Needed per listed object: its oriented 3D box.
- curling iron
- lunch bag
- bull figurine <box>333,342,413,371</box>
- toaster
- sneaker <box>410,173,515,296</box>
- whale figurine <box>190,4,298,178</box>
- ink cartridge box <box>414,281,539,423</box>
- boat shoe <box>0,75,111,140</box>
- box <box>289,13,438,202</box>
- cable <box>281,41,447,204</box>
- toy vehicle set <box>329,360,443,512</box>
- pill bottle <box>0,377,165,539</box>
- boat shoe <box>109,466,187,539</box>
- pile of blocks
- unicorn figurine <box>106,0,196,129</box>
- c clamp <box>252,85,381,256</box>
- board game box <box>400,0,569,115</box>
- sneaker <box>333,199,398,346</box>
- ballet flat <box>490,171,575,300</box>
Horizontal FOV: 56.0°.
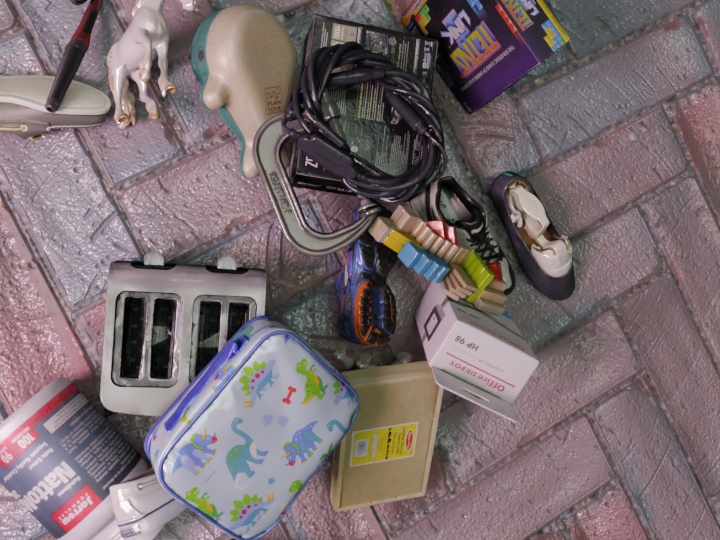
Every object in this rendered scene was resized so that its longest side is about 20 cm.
[{"bbox_3d":[-0.341,-0.269,0.793,0.049,0.026,0.201,18,64,-33],"label":"curling iron"},{"bbox_3d":[-0.110,0.158,0.702,0.161,0.082,0.200,45,77,-27],"label":"lunch bag"},{"bbox_3d":[-0.019,0.152,0.838,0.199,0.065,0.122,-32,131,-7],"label":"bull figurine"},{"bbox_3d":[-0.205,0.082,0.788,0.180,0.119,0.202,4,86,-12],"label":"toaster"},{"bbox_3d":[0.142,-0.041,0.893,0.076,0.088,0.200,-42,98,-14],"label":"sneaker"},{"bbox_3d":[-0.145,-0.218,0.837,0.159,0.103,0.201,-30,119,-49],"label":"whale figurine"},{"bbox_3d":[0.139,0.088,0.822,0.115,0.200,0.067,26,105,-11],"label":"ink cartridge box"},{"bbox_3d":[-0.397,-0.187,0.788,0.200,0.072,0.061,0,131,-20],"label":"boat shoe"},{"bbox_3d":[0.002,-0.200,0.868,0.163,0.086,0.202,6,86,-13],"label":"box"},{"bbox_3d":[0.016,-0.171,0.788,0.199,0.051,0.164,29,68,-11],"label":"cable"},{"bbox_3d":[0.030,0.205,0.828,0.123,0.027,0.201,-4,119,-17],"label":"toy vehicle set"},{"bbox_3d":[-0.310,0.230,0.753,0.120,0.120,0.200,-43,97,-12],"label":"pill bottle"},{"bbox_3d":[-0.199,0.220,0.756,0.071,0.200,0.070,-23,89,29],"label":"boat shoe"},{"bbox_3d":[0.109,-0.018,0.828,0.199,0.082,0.062,29,114,-15],"label":"pile of blocks"},{"bbox_3d":[-0.242,-0.256,0.774,0.074,0.199,0.138,12,61,-55],"label":"unicorn figurine"},{"bbox_3d":[-0.035,-0.124,0.798,0.170,0.027,0.201,-16,90,-12],"label":"c clamp"},{"bbox_3d":[0.146,-0.303,0.850,0.057,0.200,0.166,-37,95,-14],"label":"board game box"},{"bbox_3d":[0.000,0.000,0.865,0.075,0.078,0.201,23,64,-35],"label":"sneaker"},{"bbox_3d":[0.244,-0.046,0.926,0.073,0.073,0.201,-31,94,-13],"label":"ballet flat"}]
